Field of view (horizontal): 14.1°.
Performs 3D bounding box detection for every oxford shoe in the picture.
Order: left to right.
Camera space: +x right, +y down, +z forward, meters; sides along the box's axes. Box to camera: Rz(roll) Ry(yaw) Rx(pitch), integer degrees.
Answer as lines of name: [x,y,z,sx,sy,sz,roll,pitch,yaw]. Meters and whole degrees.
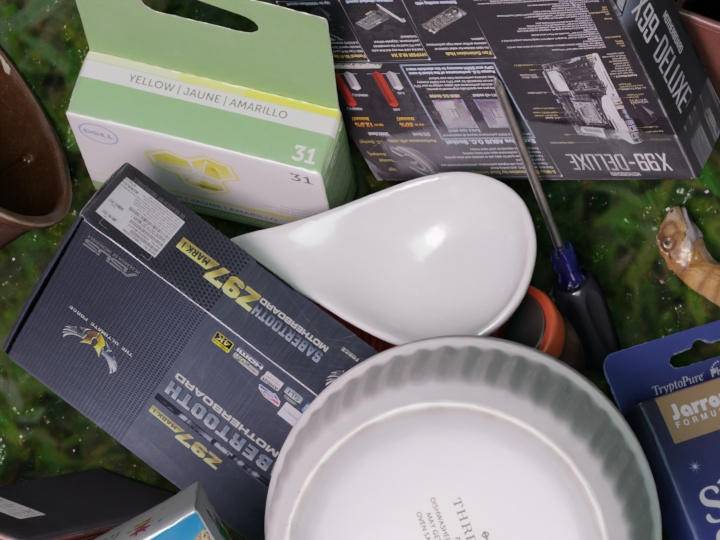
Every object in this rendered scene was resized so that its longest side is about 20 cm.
oxford shoe: [0.026,0.040,1.574,0.200,0.073,0.071,8,75,29]

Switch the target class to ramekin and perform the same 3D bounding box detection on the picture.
ramekin: [0.047,0.135,1.414,0.200,0.105,0.200,1,95,7]

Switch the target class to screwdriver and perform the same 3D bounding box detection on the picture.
screwdriver: [0.102,-0.027,1.525,0.028,0.029,0.200,0,128,29]

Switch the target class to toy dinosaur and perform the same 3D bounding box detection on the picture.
toy dinosaur: [0.229,0.030,1.518,0.106,0.200,0.060,-31,131,-8]

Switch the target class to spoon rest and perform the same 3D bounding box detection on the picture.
spoon rest: [0.000,0.000,1.522,0.200,0.061,0.099,-7,66,29]

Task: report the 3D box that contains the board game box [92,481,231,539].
board game box: [-0.094,0.227,1.418,0.147,0.064,0.200,-29,99,3]

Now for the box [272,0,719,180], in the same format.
box: [0.068,-0.115,1.488,0.200,0.158,0.050,0,48,34]

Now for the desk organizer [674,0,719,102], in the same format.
desk organizer: [0.139,-0.146,1.520,0.200,0.077,0.072,21,58,9]

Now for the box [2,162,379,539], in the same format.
box: [-0.082,0.053,1.544,0.200,0.158,0.051,38,54,0]

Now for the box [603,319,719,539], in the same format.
box: [0.215,0.117,1.515,0.121,0.032,0.200,-16,75,-22]

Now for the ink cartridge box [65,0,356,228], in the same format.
ink cartridge box: [-0.082,-0.085,1.523,0.145,0.200,0.048,14,71,9]

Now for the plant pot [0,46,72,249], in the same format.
plant pot: [-0.296,-0.048,1.573,0.198,0.200,0.200,-37,86,17]

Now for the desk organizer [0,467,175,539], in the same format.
desk organizer: [-0.164,0.159,1.539,0.072,0.200,0.077,17,98,22]
